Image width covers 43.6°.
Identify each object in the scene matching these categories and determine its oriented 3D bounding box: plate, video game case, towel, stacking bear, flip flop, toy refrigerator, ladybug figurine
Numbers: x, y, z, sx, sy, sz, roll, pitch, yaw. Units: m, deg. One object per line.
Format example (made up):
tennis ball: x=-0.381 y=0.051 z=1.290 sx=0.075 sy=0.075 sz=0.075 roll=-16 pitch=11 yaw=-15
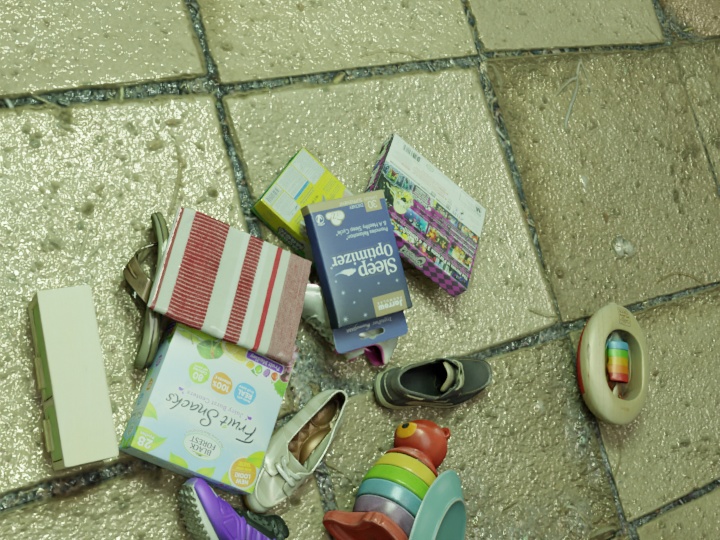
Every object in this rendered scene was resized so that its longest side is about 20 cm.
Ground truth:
plate: x=0.106 y=0.368 z=1.195 sx=0.200 sy=0.025 sz=0.203 roll=-36 pitch=131 yaw=-55
video game case: x=0.095 y=-0.085 z=1.350 sx=0.199 sy=0.036 sz=0.182 roll=37 pitch=45 yaw=-18
towel: x=-0.160 y=0.019 z=1.136 sx=0.198 sy=0.023 sz=0.146 roll=25 pitch=62 yaw=-27
stacking bear: x=0.056 y=0.287 z=1.217 sx=0.114 sy=0.121 sz=0.201 roll=52 pitch=49 yaw=-24
flip flop: x=-0.272 y=0.022 z=1.130 sx=0.057 sy=0.081 sz=0.203 roll=8 pitch=77 yaw=-12
toy refrigerator: x=-0.341 y=0.126 z=1.054 sx=0.069 sy=0.076 sz=0.203 roll=-8 pitch=81 yaw=-30
ladybug figurine: x=0.405 y=0.152 z=1.466 sx=0.134 sy=0.072 sz=0.203 roll=17 pitch=69 yaw=-24

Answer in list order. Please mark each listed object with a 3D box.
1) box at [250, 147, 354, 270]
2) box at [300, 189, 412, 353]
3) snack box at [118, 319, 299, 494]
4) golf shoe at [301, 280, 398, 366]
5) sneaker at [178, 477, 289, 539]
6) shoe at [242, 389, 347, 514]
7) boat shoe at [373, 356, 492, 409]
box: x=-0.047 y=-0.065 z=1.290 sx=0.200 sy=0.048 sz=0.118 roll=42 pitch=59 yaw=-11
box: x=0.000 y=0.000 z=1.216 sx=0.120 sy=0.032 sz=0.203 roll=-14 pitch=89 yaw=-29
snack box: x=-0.187 y=0.159 z=1.137 sx=0.167 sy=0.068 sz=0.202 roll=26 pitch=67 yaw=-22
golf shoe: x=-0.029 y=0.073 z=1.247 sx=0.198 sy=0.075 sz=0.093 roll=18 pitch=71 yaw=-23
sneaker: x=-0.144 y=0.326 z=1.114 sx=0.099 sy=0.069 sz=0.202 roll=-35 pitch=103 yaw=-31
shoe: x=-0.083 y=0.231 z=1.182 sx=0.070 sy=0.053 sz=0.200 roll=45 pitch=60 yaw=-11
boat shoe: x=0.117 y=0.163 z=1.301 sx=0.198 sy=0.073 sz=0.075 roll=-8 pitch=80 yaw=-30
